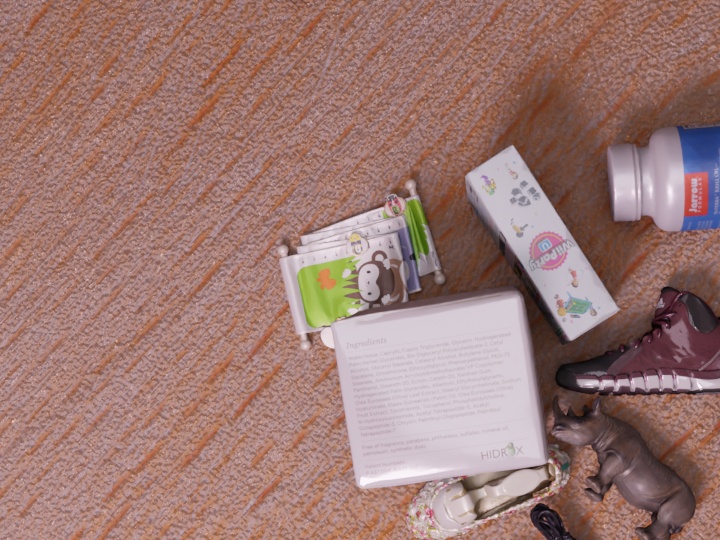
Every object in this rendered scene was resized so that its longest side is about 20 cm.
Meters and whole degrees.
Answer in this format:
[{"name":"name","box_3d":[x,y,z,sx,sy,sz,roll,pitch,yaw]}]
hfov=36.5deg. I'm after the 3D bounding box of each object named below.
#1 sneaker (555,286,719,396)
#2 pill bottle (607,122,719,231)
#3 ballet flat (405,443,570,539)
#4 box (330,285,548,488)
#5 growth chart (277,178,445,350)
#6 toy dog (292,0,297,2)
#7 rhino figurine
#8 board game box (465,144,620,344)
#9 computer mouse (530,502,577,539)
[{"name":"sneaker","box_3d":[0.309,0.076,1.188,0.197,0.076,0.117,0,81,-1]},{"name":"pill bottle","box_3d":[0.367,-0.100,1.164,0.197,0.112,0.114,-5,85,9]},{"name":"ballet flat","box_3d":[0.137,0.242,1.203,0.198,0.064,0.076,-26,83,7]},{"name":"box","box_3d":[0.088,0.115,1.147,0.197,0.199,0.174,-8,90,8]},{"name":"growth chart","box_3d":[0.000,0.000,1.267,0.198,0.018,0.146,-24,83,8]},{"name":"toy dog","box_3d":[-0.091,-0.411,1.271,0.199,0.096,0.132,40,93,10]},{"name":"rhino figurine","box_3d":[0.279,0.211,1.181,0.087,0.060,0.200,-40,79,-16]},{"name":"board game box","box_3d":[0.191,-0.022,1.171,0.064,0.148,0.201,-32,82,3]},{"name":"computer mouse","box_3d":[0.160,0.352,1.196,0.200,0.044,0.110,-41,106,6]}]
